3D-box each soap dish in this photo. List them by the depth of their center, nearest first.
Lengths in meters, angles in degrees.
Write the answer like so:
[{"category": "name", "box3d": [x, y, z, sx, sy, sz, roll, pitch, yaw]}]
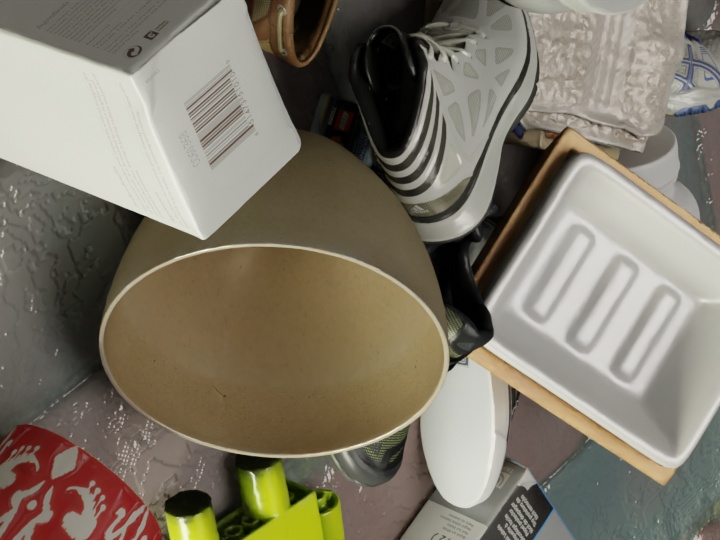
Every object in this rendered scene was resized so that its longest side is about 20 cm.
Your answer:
[{"category": "soap dish", "box3d": [0.160, 0.023, 1.577, 0.199, 0.081, 0.158, 33, 86, -22]}]

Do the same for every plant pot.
[{"category": "plant pot", "box3d": [-0.046, -0.003, 1.407, 0.201, 0.199, 0.135, 54, 29, -44]}]

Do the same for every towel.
[{"category": "towel", "box3d": [0.156, -0.183, 1.580, 0.132, 0.034, 0.202, 9, 89, -32]}]

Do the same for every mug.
[{"category": "mug", "box3d": [-0.218, 0.199, 1.354, 0.133, 0.177, 0.200, 40, 66, -9]}]

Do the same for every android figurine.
[{"category": "android figurine", "box3d": [-0.073, 0.217, 1.552, 0.182, 0.041, 0.201, -33, 127, -35]}]

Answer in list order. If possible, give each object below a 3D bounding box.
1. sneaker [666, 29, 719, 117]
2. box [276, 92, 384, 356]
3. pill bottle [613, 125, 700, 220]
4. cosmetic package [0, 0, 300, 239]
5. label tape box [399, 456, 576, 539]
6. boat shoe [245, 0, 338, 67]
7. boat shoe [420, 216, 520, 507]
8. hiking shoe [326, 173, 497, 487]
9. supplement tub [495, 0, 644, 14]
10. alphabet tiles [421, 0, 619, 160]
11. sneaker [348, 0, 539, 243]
[{"category": "sneaker", "box3d": [0.199, -0.152, 1.675, 0.199, 0.075, 0.089, -20, 116, -44]}, {"category": "box", "box3d": [0.000, 0.000, 1.545, 0.137, 0.040, 0.201, 14, 94, -50]}, {"category": "pill bottle", "box3d": [0.186, 0.000, 1.695, 0.108, 0.108, 0.201, -30, 126, -36]}, {"category": "cosmetic package", "box3d": [-0.137, -0.103, 1.236, 0.081, 0.199, 0.113, -43, 135, -25]}, {"category": "label tape box", "box3d": [0.069, 0.245, 1.700, 0.200, 0.066, 0.144, -54, 137, -20]}, {"category": "boat shoe", "box3d": [-0.023, -0.195, 1.355, 0.076, 0.074, 0.200, -36, 160, -36]}, {"category": "boat shoe", "box3d": [0.088, 0.061, 1.648, 0.068, 0.071, 0.202, -10, 106, -43]}, {"category": "hiking shoe", "box3d": [0.029, 0.044, 1.487, 0.075, 0.100, 0.201, -4, 107, -44]}, {"category": "supplement tub", "box3d": [0.080, -0.229, 1.407, 0.140, 0.199, 0.141, -20, 120, -41]}, {"category": "alphabet tiles", "box3d": [0.126, -0.163, 1.586, 0.199, 0.006, 0.168, 6, 91, -32]}, {"category": "sneaker", "box3d": [0.051, -0.127, 1.447, 0.116, 0.075, 0.201, 61, 33, -45]}]
